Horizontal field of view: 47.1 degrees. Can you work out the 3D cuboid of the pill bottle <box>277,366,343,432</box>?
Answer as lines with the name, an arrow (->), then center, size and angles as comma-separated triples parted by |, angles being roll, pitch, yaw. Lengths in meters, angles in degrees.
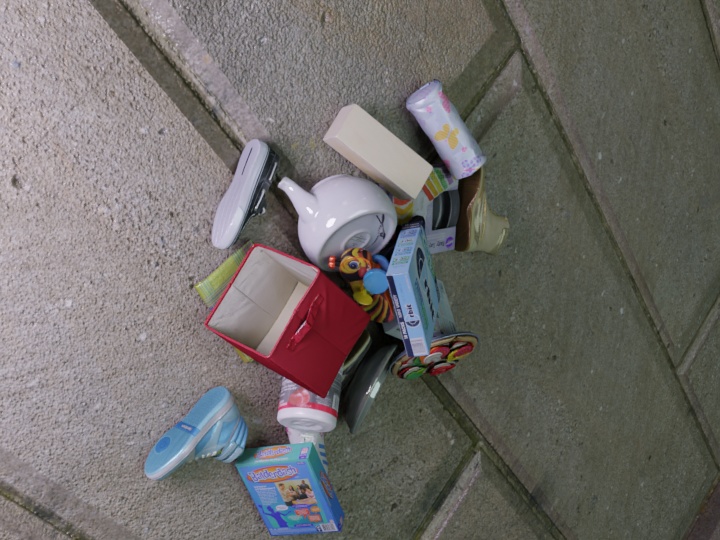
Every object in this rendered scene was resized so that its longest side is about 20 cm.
pill bottle -> -0.088, 0.190, 1.535 | 0.110, 0.110, 0.202 | 31, 55, -42

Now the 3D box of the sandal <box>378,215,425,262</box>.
sandal -> 0.070, -0.052, 1.607 | 0.200, 0.045, 0.076 | -43, 139, -44

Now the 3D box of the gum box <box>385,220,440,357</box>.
gum box -> 0.101, 0.030, 1.514 | 0.200, 0.044, 0.171 | -70, 148, -59

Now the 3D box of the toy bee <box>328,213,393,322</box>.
toy bee -> 0.000, 0.000, 1.475 | 0.108, 0.131, 0.202 | -4, 99, 6

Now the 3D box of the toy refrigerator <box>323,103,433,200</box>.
toy refrigerator -> 0.033, -0.220, 1.554 | 0.199, 0.070, 0.076 | 35, 78, -24

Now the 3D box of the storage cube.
storage cube -> -0.123, 0.086, 1.425 | 0.180, 0.199, 0.172 | 44, 72, -46

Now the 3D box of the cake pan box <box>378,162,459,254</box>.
cake pan box -> 0.122, -0.123, 1.706 | 0.199, 0.052, 0.186 | -10, 111, -39

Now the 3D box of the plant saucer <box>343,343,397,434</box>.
plant saucer -> 0.011, 0.230, 1.669 | 0.201, 0.050, 0.200 | -61, 171, -17

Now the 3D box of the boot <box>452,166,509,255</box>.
boot -> 0.269, -0.136, 1.819 | 0.155, 0.072, 0.202 | 6, 88, -48

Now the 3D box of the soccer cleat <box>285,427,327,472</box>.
soccer cleat -> -0.097, 0.352, 1.601 | 0.069, 0.087, 0.201 | -14, 125, -3

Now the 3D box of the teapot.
teapot -> -0.035, -0.105, 1.514 | 0.196, 0.147, 0.201 | -24, 150, -13

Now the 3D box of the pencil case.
pencil case -> 0.172, -0.279, 1.651 | 0.083, 0.091, 0.201 | -31, 108, 13

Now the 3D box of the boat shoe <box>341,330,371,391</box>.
boat shoe -> -0.049, 0.202, 1.640 | 0.200, 0.073, 0.065 | -46, 133, -10

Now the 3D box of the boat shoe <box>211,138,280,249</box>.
boat shoe -> -0.188, -0.123, 1.414 | 0.071, 0.072, 0.202 | 28, 81, -38

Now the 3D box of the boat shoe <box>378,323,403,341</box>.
boat shoe -> 0.074, 0.114, 1.727 | 0.066, 0.070, 0.199 | -38, 142, 21

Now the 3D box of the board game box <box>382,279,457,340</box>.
board game box -> 0.111, 0.073, 1.680 | 0.199, 0.064, 0.149 | 27, 41, -49

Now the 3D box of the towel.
towel -> -0.201, 0.058, 1.491 | 0.144, 0.023, 0.201 | -45, 127, -22

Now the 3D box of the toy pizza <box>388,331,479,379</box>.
toy pizza -> 0.155, 0.182, 1.695 | 0.199, 0.200, 0.032 | 4, 57, -42

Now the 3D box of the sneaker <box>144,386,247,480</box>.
sneaker -> -0.276, 0.318, 1.461 | 0.200, 0.079, 0.131 | -44, 126, -22

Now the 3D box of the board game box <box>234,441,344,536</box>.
board game box -> -0.132, 0.419, 1.573 | 0.045, 0.151, 0.201 | -73, 149, -55
